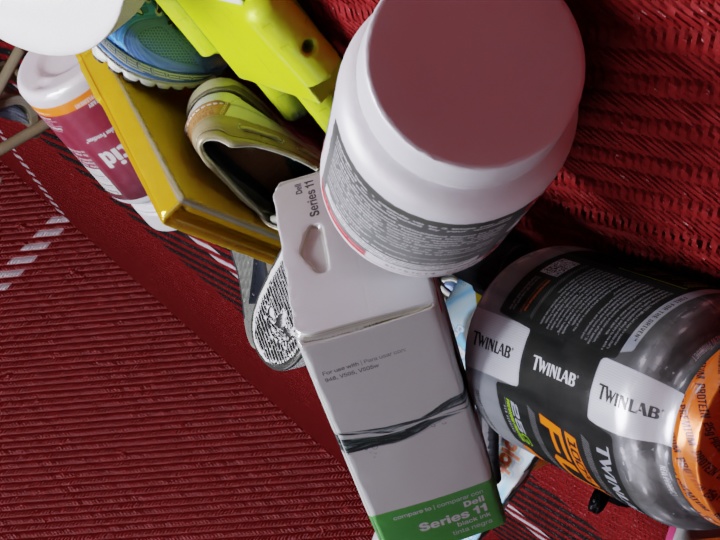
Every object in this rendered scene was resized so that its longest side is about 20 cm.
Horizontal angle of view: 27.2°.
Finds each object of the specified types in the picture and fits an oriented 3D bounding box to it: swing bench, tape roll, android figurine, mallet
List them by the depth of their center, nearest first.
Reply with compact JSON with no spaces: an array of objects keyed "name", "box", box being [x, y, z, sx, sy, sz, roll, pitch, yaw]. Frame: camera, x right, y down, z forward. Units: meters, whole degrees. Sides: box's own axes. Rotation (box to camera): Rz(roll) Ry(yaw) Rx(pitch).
[{"name":"tape roll","box":[-0.216,-0.229,0.925,0.202,0.037,0.204,22,137,22]},{"name":"android figurine","box":[-0.081,-0.170,0.969,0.200,0.041,0.182,49,168,-34]},{"name":"mallet","box":[0.080,0.056,1.024,0.066,0.041,0.201,33,134,39]},{"name":"swing bench","box":[-0.522,-0.210,1.949,0.198,0.200,0.130,33,166,42]}]

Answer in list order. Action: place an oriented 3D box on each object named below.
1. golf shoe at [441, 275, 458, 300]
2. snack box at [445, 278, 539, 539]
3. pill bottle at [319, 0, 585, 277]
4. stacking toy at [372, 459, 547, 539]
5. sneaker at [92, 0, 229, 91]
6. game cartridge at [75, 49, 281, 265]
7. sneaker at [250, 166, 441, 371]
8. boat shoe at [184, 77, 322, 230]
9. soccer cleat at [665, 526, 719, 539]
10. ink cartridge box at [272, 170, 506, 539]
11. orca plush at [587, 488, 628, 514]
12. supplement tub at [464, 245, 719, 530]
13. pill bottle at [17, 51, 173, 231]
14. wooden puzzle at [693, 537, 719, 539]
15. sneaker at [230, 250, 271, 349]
[{"name":"golf shoe","box":[0.000,0.000,1.172,0.200,0.097,0.078,38,170,32]},{"name":"snack box","box":[0.086,0.098,1.083,0.116,0.037,0.201,39,128,15]},{"name":"pill bottle","box":[0.041,-0.069,0.717,0.114,0.114,0.200,42,169,3]},{"name":"stacking toy","box":[0.070,0.160,1.199,0.146,0.201,0.146,36,-178,-1]},{"name":"sneaker","box":[-0.169,-0.199,1.050,0.199,0.089,0.079,25,-148,-28]},{"name":"game cartridge","box":[-0.127,-0.096,1.121,0.176,0.032,0.201,22,-150,-55]},{"name":"sneaker","box":[0.017,-0.016,1.016,0.120,0.201,0.084,-6,-132,-49]},{"name":"boat shoe","box":[-0.045,-0.055,1.074,0.199,0.075,0.069,32,-152,-23]},{"name":"soccer cleat","box":[0.280,0.226,1.107,0.086,0.070,0.200,9,163,29]},{"name":"ink cartridge box","box":[0.018,0.052,0.904,0.147,0.082,0.201,-102,-6,-48]},{"name":"orca plush","box":[0.207,0.164,1.117,0.105,0.071,0.200,44,169,-9]},{"name":"supplement tub","box":[0.152,0.062,0.792,0.123,0.123,0.200,48,168,-26]},{"name":"pill bottle","box":[-0.213,-0.134,1.372,0.114,0.114,0.200,31,164,47]},{"name":"wooden puzzle","box":[0.268,0.217,1.003,0.198,0.037,0.185,-6,144,23]},{"name":"sneaker","box":[-0.033,-0.018,1.271,0.077,0.145,0.204,126,141,-50]}]
